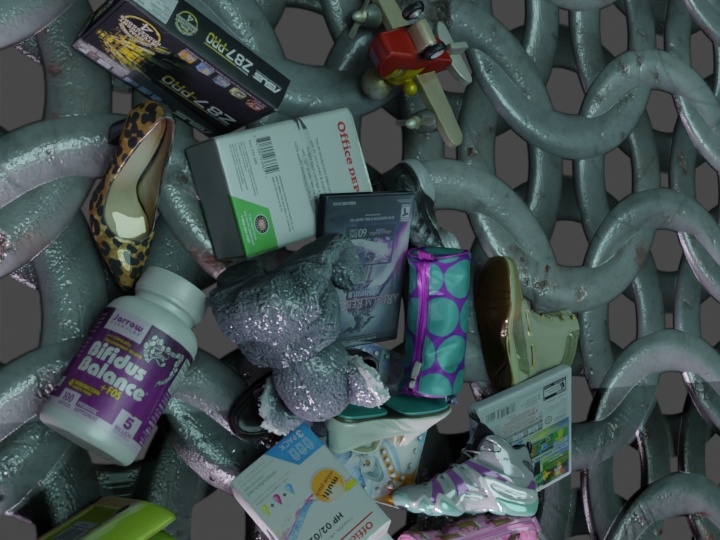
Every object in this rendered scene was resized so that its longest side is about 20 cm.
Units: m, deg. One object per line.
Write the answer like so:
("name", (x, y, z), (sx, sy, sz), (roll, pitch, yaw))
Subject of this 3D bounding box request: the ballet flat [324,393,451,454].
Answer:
("ballet flat", (0.032, 0.200, 1.183), (0.200, 0.069, 0.070), (-1, 87, -40))

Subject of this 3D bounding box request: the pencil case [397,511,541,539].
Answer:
("pencil case", (0.149, 0.373, 1.252), (0.200, 0.086, 0.083), (-7, 107, -29))

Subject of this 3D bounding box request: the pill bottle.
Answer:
("pill bottle", (-0.247, 0.099, 0.995), (0.112, 0.112, 0.200), (38, 66, -26))

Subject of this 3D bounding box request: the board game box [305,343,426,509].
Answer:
("board game box", (0.016, 0.200, 1.223), (0.200, 0.026, 0.200), (24, 73, -31))

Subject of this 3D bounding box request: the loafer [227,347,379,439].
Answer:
("loafer", (-0.068, 0.146, 1.127), (0.200, 0.063, 0.072), (-23, 91, -22))

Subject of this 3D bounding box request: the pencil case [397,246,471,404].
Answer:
("pencil case", (0.096, 0.068, 1.195), (0.092, 0.085, 0.201), (-11, 107, -54))

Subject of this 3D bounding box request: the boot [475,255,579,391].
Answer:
("boot", (0.254, 0.067, 1.370), (0.154, 0.072, 0.201), (-12, 100, -34))

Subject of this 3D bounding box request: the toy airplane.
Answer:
("toy airplane", (0.066, -0.281, 1.246), (0.199, 0.141, 0.200), (44, 27, -35))

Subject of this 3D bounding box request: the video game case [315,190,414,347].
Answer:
("video game case", (0.000, 0.000, 1.160), (0.143, 0.019, 0.201), (-6, 108, -39))

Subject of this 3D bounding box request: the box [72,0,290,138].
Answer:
("box", (-0.201, -0.233, 1.023), (0.200, 0.161, 0.049), (33, 68, -29))

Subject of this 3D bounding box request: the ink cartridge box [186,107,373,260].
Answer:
("ink cartridge box", (-0.094, -0.108, 1.134), (0.200, 0.084, 0.146), (-19, 98, -35))

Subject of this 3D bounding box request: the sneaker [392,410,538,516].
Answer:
("sneaker", (0.139, 0.258, 1.231), (0.199, 0.078, 0.140), (4, 75, -14))

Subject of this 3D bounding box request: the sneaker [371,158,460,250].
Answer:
("sneaker", (0.062, -0.044, 1.247), (0.114, 0.075, 0.200), (-23, 94, -32))

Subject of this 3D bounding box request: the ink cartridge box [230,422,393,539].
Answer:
("ink cartridge box", (-0.045, 0.293, 1.075), (0.115, 0.068, 0.200), (-38, 71, -20))

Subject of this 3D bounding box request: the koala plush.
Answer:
("koala plush", (-0.069, 0.087, 1.040), (0.184, 0.177, 0.200), (-68, 140, -73))

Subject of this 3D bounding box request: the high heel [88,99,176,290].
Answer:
("high heel", (-0.240, -0.081, 0.995), (0.071, 0.142, 0.201), (1, 86, -35))

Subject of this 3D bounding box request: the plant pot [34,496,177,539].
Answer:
("plant pot", (-0.255, 0.342, 0.925), (0.199, 0.200, 0.182), (-31, 96, -32))

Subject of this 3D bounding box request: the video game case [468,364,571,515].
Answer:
("video game case", (0.238, 0.251, 1.348), (0.200, 0.022, 0.183), (-17, 112, -35))
